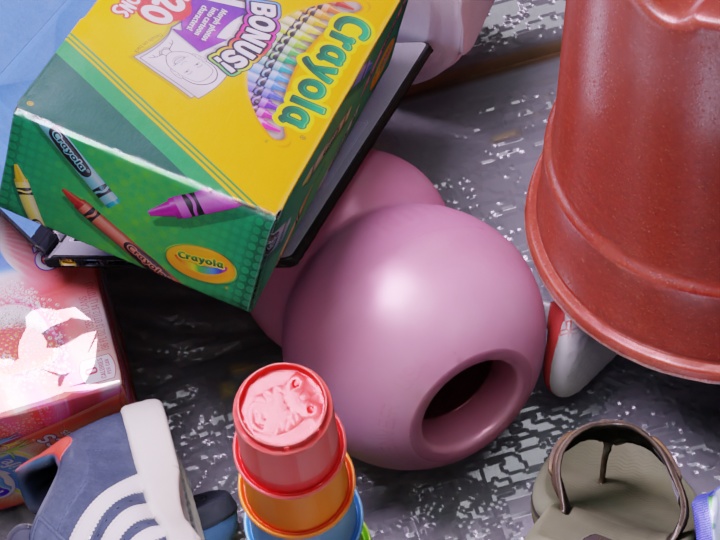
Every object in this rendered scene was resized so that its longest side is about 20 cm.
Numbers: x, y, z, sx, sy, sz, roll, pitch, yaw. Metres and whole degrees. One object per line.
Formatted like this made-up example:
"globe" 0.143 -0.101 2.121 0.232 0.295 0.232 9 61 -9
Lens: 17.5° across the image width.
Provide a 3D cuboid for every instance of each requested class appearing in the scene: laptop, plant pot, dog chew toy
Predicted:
"laptop" -0.098 -0.100 1.083 0.198 0.117 0.188 1 36 25
"plant pot" 0.168 -0.089 1.014 0.199 0.196 0.202 -3 50 3
"dog chew toy" 0.000 0.000 1.102 0.124 0.125 0.200 -30 51 -11

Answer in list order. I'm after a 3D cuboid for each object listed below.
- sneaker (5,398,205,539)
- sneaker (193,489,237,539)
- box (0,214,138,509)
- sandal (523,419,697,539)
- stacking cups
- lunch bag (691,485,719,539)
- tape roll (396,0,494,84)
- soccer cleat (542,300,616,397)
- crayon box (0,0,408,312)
"sneaker" -0.102 0.134 0.972 0.084 0.075 0.200 -18 30 -5
"sneaker" -0.124 0.178 1.054 0.200 0.066 0.079 -38 98 -25
"box" -0.175 0.003 1.125 0.102 0.095 0.201 -15 61 -3
"sandal" 0.113 0.097 1.009 0.079 0.201 0.058 8 99 6
"stacking cups" -0.029 0.102 0.999 0.060 0.200 0.061 -2 63 5
"lunch bag" 0.239 0.153 0.940 0.169 0.127 0.201 -26 71 27
"tape roll" -0.024 -0.178 1.152 0.201 0.203 0.071 20 64 15
"soccer cleat" 0.154 -0.016 1.126 0.085 0.069 0.201 24 61 21
"crayon box" -0.063 -0.081 1.023 0.118 0.059 0.200 22 41 4
